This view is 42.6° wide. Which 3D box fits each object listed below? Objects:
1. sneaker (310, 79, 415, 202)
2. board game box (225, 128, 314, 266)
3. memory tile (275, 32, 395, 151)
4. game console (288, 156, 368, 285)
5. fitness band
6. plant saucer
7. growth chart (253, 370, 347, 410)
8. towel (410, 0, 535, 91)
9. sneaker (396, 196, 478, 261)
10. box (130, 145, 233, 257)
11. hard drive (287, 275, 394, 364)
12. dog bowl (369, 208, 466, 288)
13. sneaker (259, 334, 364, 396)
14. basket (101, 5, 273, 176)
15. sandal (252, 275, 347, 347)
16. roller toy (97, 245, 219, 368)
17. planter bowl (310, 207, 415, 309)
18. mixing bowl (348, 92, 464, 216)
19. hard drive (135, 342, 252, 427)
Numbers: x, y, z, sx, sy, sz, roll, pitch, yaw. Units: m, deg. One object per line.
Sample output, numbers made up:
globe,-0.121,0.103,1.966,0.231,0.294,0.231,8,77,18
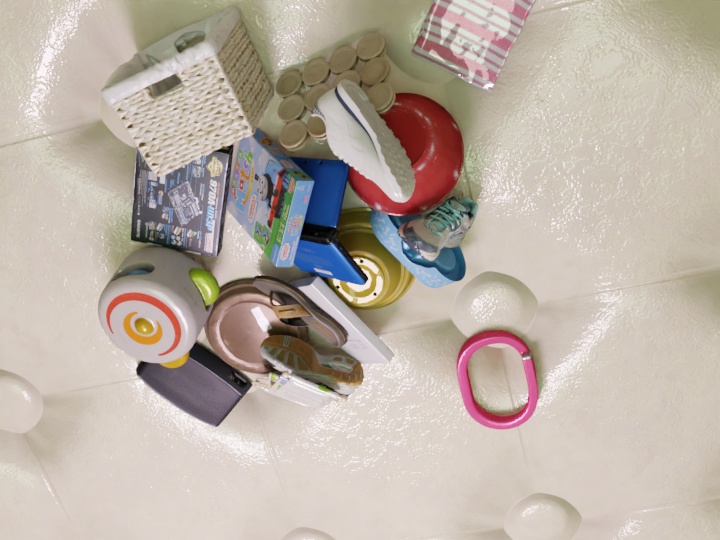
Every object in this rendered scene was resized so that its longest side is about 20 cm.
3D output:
sneaker,0.006,-0.179,1.358,0.080,0.076,0.201,-35,84,26
board game box,-0.151,-0.122,1.499,0.036,0.200,0.152,-3,122,-34
memory tile,-0.042,-0.277,1.436,0.199,0.154,0.017,-20,149,19
game console,-0.062,-0.083,1.516,0.119,0.199,0.171,-52,124,-18
fitness band,0.253,0.205,1.702,0.142,0.037,0.201,-10,114,11
plant saucer,-0.196,0.110,1.708,0.198,0.030,0.202,3,116,5
growth chart,-0.119,0.222,1.698,0.144,0.018,0.200,26,159,-13
towel,0.179,-0.389,1.413,0.145,0.030,0.201,23,117,-5
sneaker,0.129,-0.080,1.487,0.078,0.200,0.087,43,119,11
box,-0.308,-0.132,1.587,0.158,0.046,0.201,11,117,0
hard drive,-0.040,0.090,1.637,0.200,0.132,0.027,46,68,-17
dog bowl,0.094,-0.050,1.553,0.200,0.112,0.049,44,126,-15
sneaker,-0.097,0.187,1.688,0.199,0.076,0.088,22,138,-8
basket,-0.257,-0.277,1.423,0.197,0.200,0.162,-21,115,16
sandal,-0.113,0.078,1.619,0.200,0.055,0.082,39,159,0
roller toy,-0.362,0.065,1.630,0.181,0.140,0.201,26,125,-6
planter bowl,0.000,0.000,1.600,0.198,0.084,0.202,3,118,5
mixing bowl,0.061,-0.192,1.434,0.198,0.108,0.202,-1,85,8
hard drive,-0.321,0.211,1.764,0.199,0.042,0.135,36,115,-12
